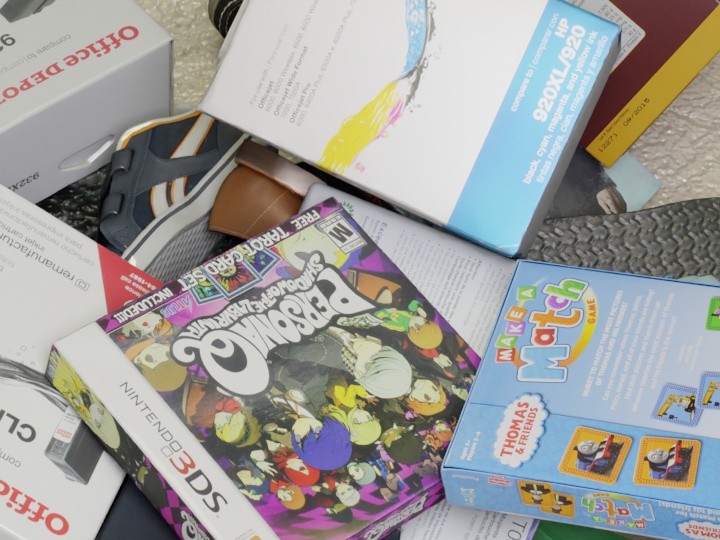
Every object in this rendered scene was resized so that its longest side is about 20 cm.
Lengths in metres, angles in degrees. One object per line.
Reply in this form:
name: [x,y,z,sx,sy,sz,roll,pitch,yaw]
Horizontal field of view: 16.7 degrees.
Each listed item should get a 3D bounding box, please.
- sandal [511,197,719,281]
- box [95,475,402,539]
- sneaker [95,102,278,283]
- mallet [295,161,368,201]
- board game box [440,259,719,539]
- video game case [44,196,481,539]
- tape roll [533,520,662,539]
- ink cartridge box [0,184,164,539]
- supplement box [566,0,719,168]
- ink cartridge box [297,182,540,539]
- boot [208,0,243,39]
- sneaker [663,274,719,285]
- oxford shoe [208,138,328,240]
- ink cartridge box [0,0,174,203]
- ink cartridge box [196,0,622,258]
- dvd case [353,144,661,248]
sandal: [0.185,-0.006,1.525,0.200,0.048,0.076,1,79,-10]
box: [-0.083,0.214,1.293,0.148,0.107,0.200,19,52,10]
sneaker: [-0.130,-0.032,1.510,0.079,0.079,0.200,28,43,11]
mallet: [0.014,0.009,1.519,0.066,0.041,0.200,-15,58,-18]
board game box: [0.158,0.070,1.280,0.199,0.037,0.152,8,49,18]
video game case: [-0.036,0.068,1.316,0.200,0.036,0.181,-28,65,-31]
tape roll: [0.170,0.111,1.438,0.200,0.048,0.201,3,51,-4]
ink cartridge box: [-0.192,0.073,1.338,0.144,0.084,0.200,31,48,-9]
supplement box: [0.143,-0.208,1.561,0.200,0.133,0.197,40,31,-4]
ink cartridge box: [0.025,0.076,1.403,0.199,0.043,0.197,22,82,11]
boot: [0.010,-0.144,1.620,0.199,0.073,0.151,-5,51,-16]
sneaker: [0.241,0.044,1.420,0.199,0.080,0.131,-15,55,-19]
oxford shoe: [0.000,0.000,1.477,0.200,0.071,0.071,29,87,10]
ink cartridge box: [-0.235,-0.149,1.590,0.145,0.084,0.200,-31,60,-27]
ink cartridge box: [0.032,-0.112,1.420,0.199,0.147,0.145,25,93,5]
dvd case: [0.073,-0.072,1.538,0.200,0.022,0.146,43,66,2]
